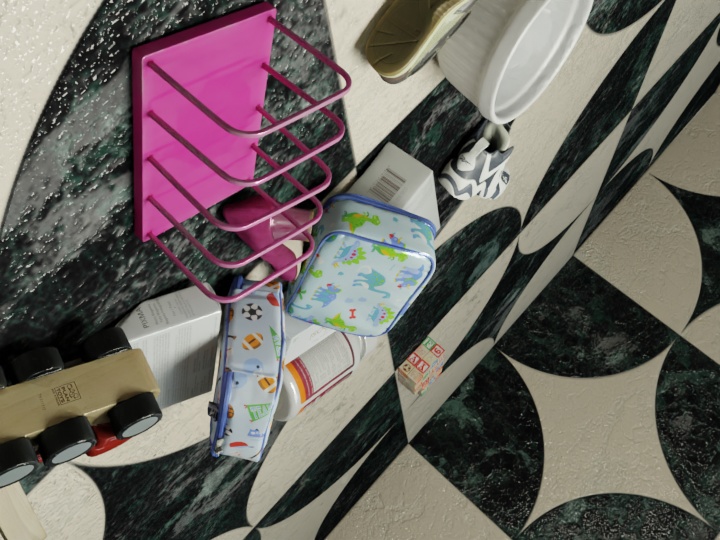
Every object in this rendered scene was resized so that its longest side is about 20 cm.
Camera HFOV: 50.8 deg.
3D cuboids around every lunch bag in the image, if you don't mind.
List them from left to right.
[{"bbox_3d":[-0.136,0.120,0.894,0.161,0.075,0.201,112,-16,-49],"label":"lunch bag"},{"bbox_3d":[0.000,0.000,0.961,0.200,0.159,0.083,122,-23,-48],"label":"lunch bag"}]

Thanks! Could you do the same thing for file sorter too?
[{"bbox_3d":[-0.101,-0.093,0.651,0.139,0.125,0.201,-35,156,-37],"label":"file sorter"}]

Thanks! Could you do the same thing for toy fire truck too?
[{"bbox_3d":[-0.291,0.171,0.717,0.175,0.129,0.200,-17,159,-40],"label":"toy fire truck"}]

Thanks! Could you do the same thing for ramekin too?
[{"bbox_3d":[0.183,-0.293,0.930,0.200,0.105,0.201,-43,159,-21],"label":"ramekin"}]

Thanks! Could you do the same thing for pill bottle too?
[{"bbox_3d":[-0.070,0.130,1.134,0.199,0.109,0.110,-31,153,-43],"label":"pill bottle"}]

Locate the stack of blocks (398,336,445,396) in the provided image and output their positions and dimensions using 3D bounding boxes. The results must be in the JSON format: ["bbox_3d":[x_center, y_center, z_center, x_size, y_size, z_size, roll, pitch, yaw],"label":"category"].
[{"bbox_3d":[0.159,0.264,1.988,0.115,0.058,0.200,-45,160,-16],"label":"stack of blocks"}]

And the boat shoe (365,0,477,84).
[{"bbox_3d":[0.081,-0.284,0.806,0.201,0.072,0.066,-51,171,1],"label":"boat shoe"}]

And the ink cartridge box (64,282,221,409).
[{"bbox_3d":[-0.253,0.105,0.825,0.199,0.057,0.163,-14,145,-27],"label":"ink cartridge box"}]

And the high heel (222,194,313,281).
[{"bbox_3d":[-0.111,-0.038,0.881,0.200,0.095,0.068,118,-21,-67],"label":"high heel"}]

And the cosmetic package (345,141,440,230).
[{"bbox_3d":[0.048,-0.078,1.075,0.113,0.081,0.200,-50,162,-11],"label":"cosmetic package"}]

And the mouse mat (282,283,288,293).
[{"bbox_3d":[-0.070,0.043,1.151,0.161,0.008,0.201,-38,158,-33],"label":"mouse mat"}]

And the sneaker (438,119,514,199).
[{"bbox_3d":[0.222,-0.191,1.263,0.198,0.080,0.130,-8,144,-49],"label":"sneaker"}]

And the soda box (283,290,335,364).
[{"bbox_3d":[-0.060,0.053,1.075,0.199,0.068,0.064,-32,155,-43],"label":"soda box"}]
